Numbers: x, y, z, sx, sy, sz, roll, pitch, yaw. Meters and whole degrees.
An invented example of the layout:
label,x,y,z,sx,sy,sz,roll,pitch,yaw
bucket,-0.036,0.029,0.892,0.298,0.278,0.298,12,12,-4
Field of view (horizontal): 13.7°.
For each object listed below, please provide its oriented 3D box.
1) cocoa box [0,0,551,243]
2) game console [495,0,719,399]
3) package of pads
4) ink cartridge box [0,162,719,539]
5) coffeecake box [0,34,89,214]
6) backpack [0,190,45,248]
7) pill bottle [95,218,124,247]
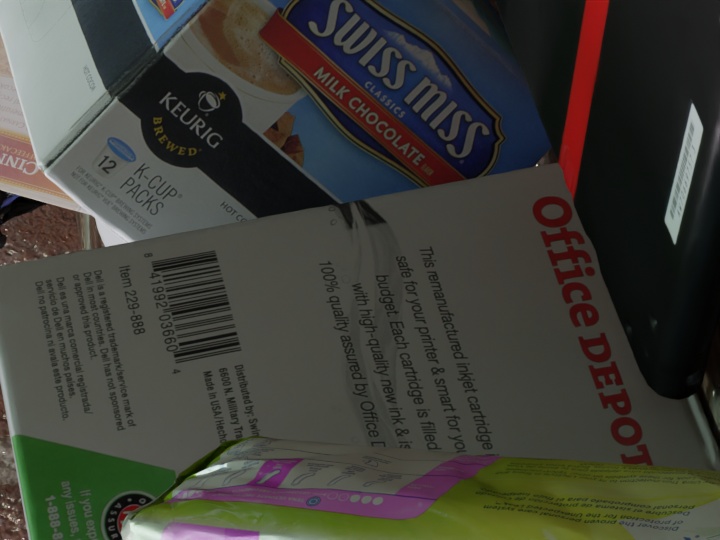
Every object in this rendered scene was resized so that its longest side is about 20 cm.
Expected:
label,x,y,z,sx,sy,sz,roll,pitch,yaw
cocoa box,-0.036,-0.084,1.049,0.133,0.131,0.200,41,-168,-28
game console,0.078,-0.085,0.830,0.200,0.031,0.177,94,160,-56
package of pads,0.040,0.123,0.771,0.068,0.200,0.155,-32,-59,-54
ink cartridge box,-0.004,0.058,0.916,0.084,0.200,0.146,87,170,-49
coffeecake box,-0.097,-0.124,1.233,0.200,0.153,0.073,-60,29,28
backpack,-0.156,-0.110,1.408,0.183,0.200,0.147,6,114,54
pill bottle,-0.078,-0.039,1.561,0.200,0.111,0.111,180,82,-81
